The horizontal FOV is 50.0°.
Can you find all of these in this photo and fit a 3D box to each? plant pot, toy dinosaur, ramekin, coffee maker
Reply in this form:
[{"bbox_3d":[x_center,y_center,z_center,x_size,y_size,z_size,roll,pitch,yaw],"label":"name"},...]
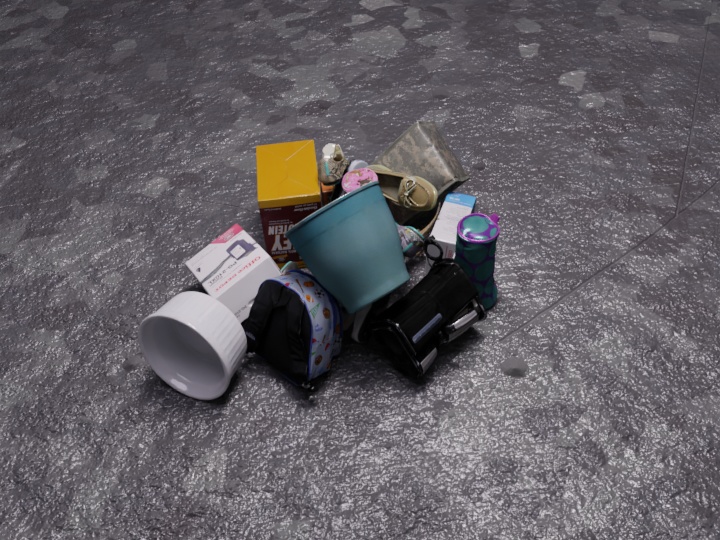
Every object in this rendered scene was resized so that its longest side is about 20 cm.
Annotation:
[{"bbox_3d":[-0.009,-0.032,1.415,0.199,0.200,0.190,-29,91,-23],"label":"plant pot"},{"bbox_3d":[0.114,-0.059,1.668,0.199,0.101,0.058,-39,83,10],"label":"toy dinosaur"},{"bbox_3d":[-0.311,0.137,1.458,0.198,0.203,0.098,15,40,20],"label":"ramekin"},{"bbox_3d":[0.115,0.076,1.491,0.199,0.135,0.193,-36,80,-27],"label":"coffee maker"}]

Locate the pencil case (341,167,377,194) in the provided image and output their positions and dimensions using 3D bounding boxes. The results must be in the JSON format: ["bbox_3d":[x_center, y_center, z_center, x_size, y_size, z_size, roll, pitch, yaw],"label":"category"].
[{"bbox_3d":[0.004,-0.127,1.683,0.082,0.202,0.087,-18,47,-12],"label":"pencil case"}]

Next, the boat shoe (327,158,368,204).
[{"bbox_3d":[-0.042,-0.159,1.764,0.073,0.202,0.068,11,6,-38],"label":"boat shoe"}]

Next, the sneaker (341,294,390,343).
[{"bbox_3d":[0.009,0.058,1.591,0.078,0.075,0.201,11,47,23],"label":"sneaker"}]

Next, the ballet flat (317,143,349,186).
[{"bbox_3d":[-0.060,-0.235,1.660,0.067,0.076,0.200,-8,15,5],"label":"ballet flat"}]

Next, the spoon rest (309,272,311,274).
[{"bbox_3d":[-0.070,0.005,1.601,0.060,0.100,0.200,-21,17,1],"label":"spoon rest"}]

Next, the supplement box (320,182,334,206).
[{"bbox_3d":[0.004,-0.195,1.848,0.197,0.069,0.067,-6,45,-6],"label":"supplement box"}]

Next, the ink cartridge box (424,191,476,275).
[{"bbox_3d":[0.188,-0.060,1.656,0.066,0.117,0.201,15,47,12],"label":"ink cartridge box"}]

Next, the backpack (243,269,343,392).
[{"bbox_3d":[-0.120,0.099,1.477,0.198,0.193,0.154,26,38,28],"label":"backpack"}]

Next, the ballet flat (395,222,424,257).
[{"bbox_3d":[0.073,-0.059,1.539,0.071,0.073,0.200,-12,9,-7],"label":"ballet flat"}]

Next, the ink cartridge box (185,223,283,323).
[{"bbox_3d":[-0.259,0.006,1.604,0.144,0.085,0.200,-39,36,-10],"label":"ink cartridge box"}]

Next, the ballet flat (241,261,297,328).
[{"bbox_3d":[-0.176,0.070,1.607,0.068,0.068,0.201,30,65,19],"label":"ballet flat"}]

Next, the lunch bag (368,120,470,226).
[{"bbox_3d":[0.119,-0.212,1.748,0.165,0.199,0.117,57,28,7],"label":"lunch bag"}]

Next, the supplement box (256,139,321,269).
[{"bbox_3d":[-0.152,-0.144,1.715,0.131,0.202,0.199,-7,44,-3],"label":"supplement box"}]

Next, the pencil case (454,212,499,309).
[{"bbox_3d":[0.236,-0.016,1.549,0.091,0.202,0.085,-23,47,-16],"label":"pencil case"}]

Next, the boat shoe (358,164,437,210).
[{"bbox_3d":[0.077,-0.180,1.671,0.200,0.074,0.063,31,26,33],"label":"boat shoe"}]
